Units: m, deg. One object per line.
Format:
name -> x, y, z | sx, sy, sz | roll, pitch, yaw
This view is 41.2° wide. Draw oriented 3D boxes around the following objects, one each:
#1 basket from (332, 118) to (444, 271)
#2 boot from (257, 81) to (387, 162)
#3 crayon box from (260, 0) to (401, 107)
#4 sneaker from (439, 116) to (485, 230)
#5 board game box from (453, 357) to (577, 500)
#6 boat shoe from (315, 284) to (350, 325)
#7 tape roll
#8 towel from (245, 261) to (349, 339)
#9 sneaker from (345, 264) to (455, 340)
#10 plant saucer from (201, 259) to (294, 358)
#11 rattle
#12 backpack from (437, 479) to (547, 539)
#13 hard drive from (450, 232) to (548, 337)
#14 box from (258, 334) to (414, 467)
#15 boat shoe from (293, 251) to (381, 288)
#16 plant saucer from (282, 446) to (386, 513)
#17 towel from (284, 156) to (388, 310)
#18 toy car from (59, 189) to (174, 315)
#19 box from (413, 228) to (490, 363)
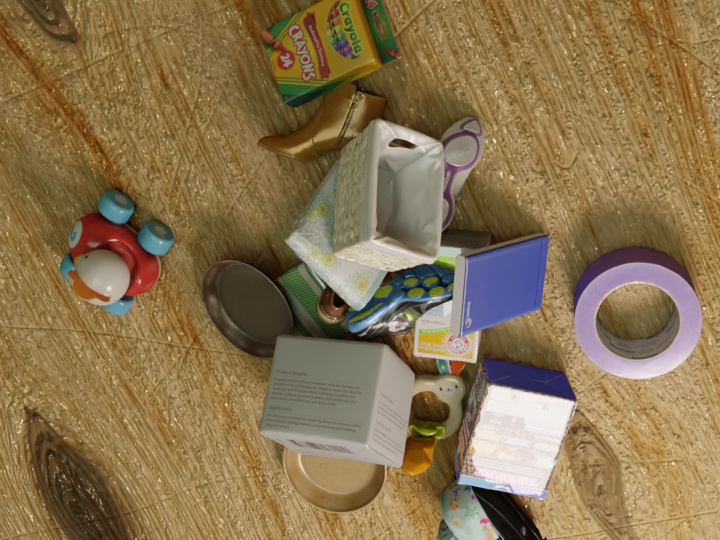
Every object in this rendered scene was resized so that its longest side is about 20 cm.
basket -> 0.039, -0.107, 1.471 | 0.135, 0.202, 0.123 | 15, 158, -31
boot -> -0.062, -0.248, 1.576 | 0.199, 0.071, 0.145 | 12, 106, 2
crayon box -> -0.048, -0.358, 1.517 | 0.198, 0.051, 0.128 | -22, 82, 18
sneaker -> 0.134, -0.157, 1.555 | 0.074, 0.100, 0.201 | 26, 89, -11
board game box -> 0.262, 0.271, 1.648 | 0.158, 0.097, 0.202 | 12, 111, -5
boat shoe -> -0.001, 0.000, 1.588 | 0.072, 0.068, 0.201 | 35, 68, -3
tape roll -> 0.448, 0.068, 1.560 | 0.198, 0.085, 0.202 | 4, 109, 10
towel -> -0.102, 0.074, 1.678 | 0.153, 0.023, 0.200 | 50, 135, -7
sneaker -> 0.073, 0.055, 1.544 | 0.198, 0.071, 0.083 | -25, 140, 11
plant saucer -> -0.194, 0.063, 1.696 | 0.199, 0.032, 0.202 | 18, 129, 24
rattle -> 0.126, 0.231, 1.661 | 0.130, 0.143, 0.201 | 42, 119, 14
backpack -> 0.220, 0.457, 1.696 | 0.150, 0.178, 0.201 | -35, 95, 16
hard drive -> 0.226, 0.021, 1.543 | 0.025, 0.199, 0.133 | 23, 118, 44
box -> -0.034, 0.221, 1.614 | 0.197, 0.200, 0.173 | 3, 71, 21
boat shoe -> -0.024, 0.012, 1.659 | 0.199, 0.074, 0.066 | 37, 82, 4
plant saucer -> -0.046, 0.359, 1.794 | 0.198, 0.035, 0.202 | 4, 109, 11
towel -> -0.015, -0.063, 1.527 | 0.171, 0.201, 0.048 | 43, 147, -18
toy car -> -0.455, -0.009, 1.667 | 0.176, 0.200, 0.185 | 38, 112, -3
box -> 0.154, 0.040, 1.604 | 0.111, 0.101, 0.202 | 7, 110, 11
